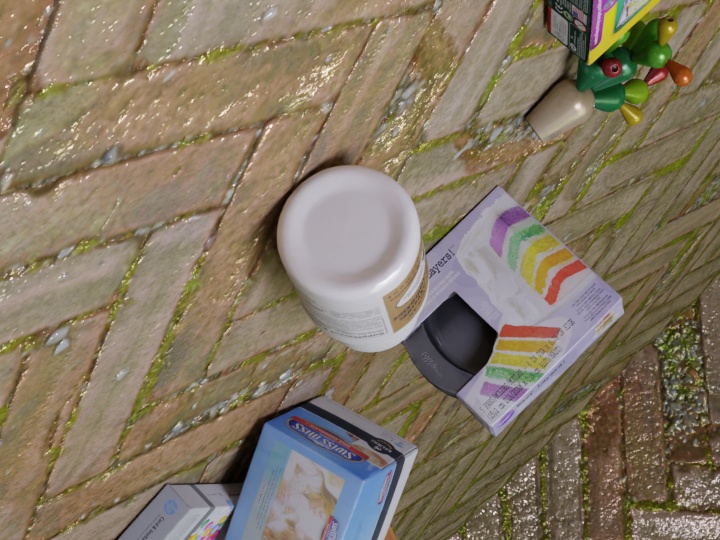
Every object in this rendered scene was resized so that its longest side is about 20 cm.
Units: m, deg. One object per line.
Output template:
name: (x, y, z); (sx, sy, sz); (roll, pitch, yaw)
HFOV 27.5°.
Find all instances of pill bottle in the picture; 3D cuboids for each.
pill bottle: (0.000, 0.000, 1.236); (0.114, 0.114, 0.200); (-42, 162, -8)

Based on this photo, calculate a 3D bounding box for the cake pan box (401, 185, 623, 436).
cake pan box: (0.138, 0.043, 1.518); (0.200, 0.184, 0.052); (-42, 157, -5)

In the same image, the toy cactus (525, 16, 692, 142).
toy cactus: (0.241, -0.179, 1.434); (0.165, 0.102, 0.200); (-37, 171, 7)

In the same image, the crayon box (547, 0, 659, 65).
crayon box: (0.233, -0.285, 1.216); (0.173, 0.058, 0.200); (-44, 162, -8)

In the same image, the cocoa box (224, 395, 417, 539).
cocoa box: (-0.049, 0.260, 1.574); (0.131, 0.133, 0.201); (-17, 131, -60)

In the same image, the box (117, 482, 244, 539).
box: (-0.199, 0.292, 1.556); (0.156, 0.041, 0.200); (-48, 163, 6)

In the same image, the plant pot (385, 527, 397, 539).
plant pot: (-0.040, 0.326, 1.761); (0.140, 0.201, 0.200); (-29, 162, 2)
